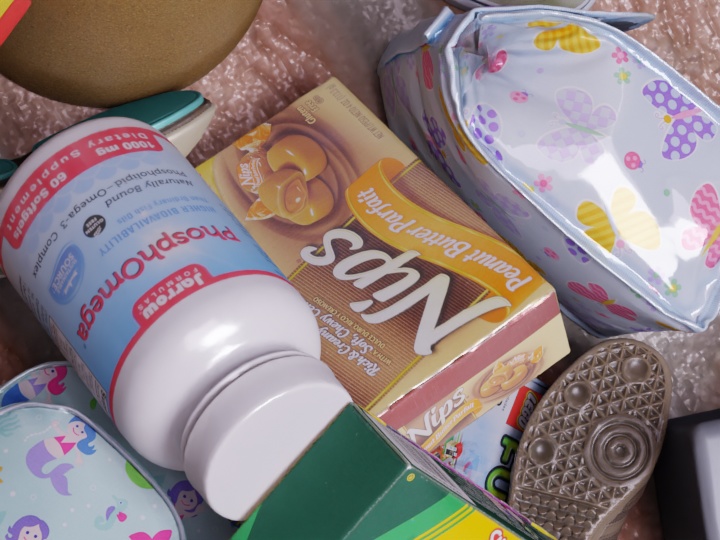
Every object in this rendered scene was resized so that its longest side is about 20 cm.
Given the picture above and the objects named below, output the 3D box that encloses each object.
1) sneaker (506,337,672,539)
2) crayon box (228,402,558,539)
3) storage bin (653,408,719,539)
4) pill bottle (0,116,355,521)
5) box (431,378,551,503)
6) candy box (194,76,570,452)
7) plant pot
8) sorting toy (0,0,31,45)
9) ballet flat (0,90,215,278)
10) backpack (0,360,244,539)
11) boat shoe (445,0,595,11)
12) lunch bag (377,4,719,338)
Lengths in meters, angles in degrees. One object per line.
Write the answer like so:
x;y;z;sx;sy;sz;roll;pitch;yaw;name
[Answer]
0.106;0.131;1.494;0.070;0.076;0.201;23;82;7;sneaker
0.006;0.176;1.361;0.173;0.058;0.200;-49;138;4;crayon box
0.231;0.120;1.469;0.134;0.200;0.146;-8;88;-2;storage bin
-0.088;0.024;1.356;0.108;0.109;0.200;-32;52;-13;pill bottle
0.023;0.132;1.468;0.110;0.035;0.201;28;79;-40;box
0.000;0.000;1.428;0.115;0.055;0.200;-35;52;-12;candy box
-0.115;-0.188;1.402;0.185;0.200;0.188;1;84;-13;plant pot
-0.276;-0.113;1.381;0.198;0.070;0.200;29;79;35;sorting toy
-0.164;-0.036;1.455;0.199;0.069;0.070;-18;90;-12;ballet flat
-0.154;0.145;1.392;0.178;0.151;0.200;46;63;8;backpack
0.043;-0.192;1.507;0.199;0.062;0.072;27;80;-9;boat shoe
0.107;-0.066;1.458;0.200;0.170;0.127;37;80;-7;lunch bag
